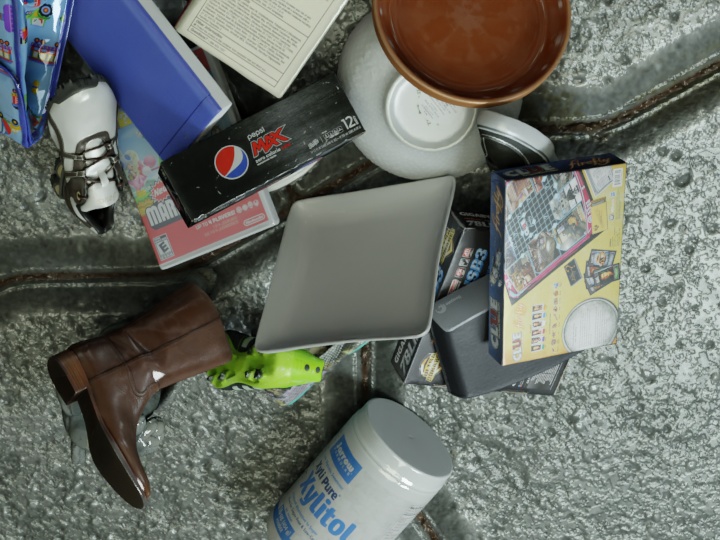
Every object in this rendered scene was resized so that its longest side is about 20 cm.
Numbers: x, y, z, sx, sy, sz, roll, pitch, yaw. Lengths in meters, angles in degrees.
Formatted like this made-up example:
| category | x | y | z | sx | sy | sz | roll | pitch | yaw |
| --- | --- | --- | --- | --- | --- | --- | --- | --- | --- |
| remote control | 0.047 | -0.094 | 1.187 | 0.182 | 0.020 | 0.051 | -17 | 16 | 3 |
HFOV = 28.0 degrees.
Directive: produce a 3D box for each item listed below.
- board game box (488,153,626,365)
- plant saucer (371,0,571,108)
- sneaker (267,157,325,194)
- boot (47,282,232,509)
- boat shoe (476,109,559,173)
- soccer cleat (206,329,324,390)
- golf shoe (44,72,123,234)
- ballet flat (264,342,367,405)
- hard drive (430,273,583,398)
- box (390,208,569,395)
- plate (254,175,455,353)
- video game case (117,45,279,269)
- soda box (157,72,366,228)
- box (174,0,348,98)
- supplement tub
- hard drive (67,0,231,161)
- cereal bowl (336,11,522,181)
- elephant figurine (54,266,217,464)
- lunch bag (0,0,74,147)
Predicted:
| category | x | y | z | sx | sy | sz | roll | pitch | yaw |
| --- | --- | --- | --- | --- | --- | --- | --- | --- | --- |
| board game box | 0.197 | -0.011 | 1.453 | 0.135 | 0.035 | 0.201 | -9 | 114 | -19 |
| plant saucer | 0.108 | -0.254 | 1.424 | 0.200 | 0.032 | 0.201 | 2 | 75 | -9 |
| sneaker | -0.113 | -0.119 | 1.523 | 0.200 | 0.074 | 0.079 | -23 | 107 | 11 |
| boot | -0.199 | 0.125 | 1.502 | 0.064 | 0.200 | 0.187 | -29 | 88 | 54 |
| boat shoe | 0.162 | -0.106 | 1.465 | 0.069 | 0.200 | 0.057 | 20 | 84 | 27 |
| soccer cleat | -0.110 | 0.104 | 1.575 | 0.081 | 0.200 | 0.068 | 13 | 84 | -28 |
| golf shoe | -0.270 | -0.117 | 1.473 | 0.078 | 0.095 | 0.200 | -23 | 153 | -20 |
| ballet flat | -0.041 | 0.074 | 1.606 | 0.200 | 0.072 | 0.072 | -41 | 108 | 18 |
| hard drive | 0.176 | 0.054 | 1.526 | 0.200 | 0.042 | 0.135 | -24 | 126 | -9 |
| box | 0.155 | 0.039 | 1.564 | 0.198 | 0.050 | 0.200 | 6 | 117 | -26 |
| plate | 0.000 | 0.000 | 1.491 | 0.199 | 0.200 | 0.032 | -7 | 141 | 26 |
| video game case | -0.182 | -0.118 | 1.503 | 0.143 | 0.017 | 0.200 | -21 | 90 | 20 |
| soda box | -0.100 | -0.120 | 1.442 | 0.200 | 0.063 | 0.071 | -29 | 91 | -12 |
| box | -0.075 | -0.295 | 1.421 | 0.128 | 0.109 | 0.200 | 33 | 111 | -12 |
| supplement tub | -0.003 | 0.259 | 1.660 | 0.132 | 0.132 | 0.200 | 34 | 111 | -13 |
| hard drive | -0.222 | -0.211 | 1.438 | 0.200 | 0.025 | 0.132 | 52 | 143 | 1 |
| cereal bowl | 0.071 | -0.180 | 1.485 | 0.199 | 0.083 | 0.201 | 1 | 114 | 2 |
| elephant figurine | -0.243 | 0.105 | 1.608 | 0.155 | 0.200 | 0.142 | 3 | 134 | 28 |
| lunch bag | -0.372 | -0.229 | 1.450 | 0.150 | 0.094 | 0.200 | 27 | 127 | 23 |
